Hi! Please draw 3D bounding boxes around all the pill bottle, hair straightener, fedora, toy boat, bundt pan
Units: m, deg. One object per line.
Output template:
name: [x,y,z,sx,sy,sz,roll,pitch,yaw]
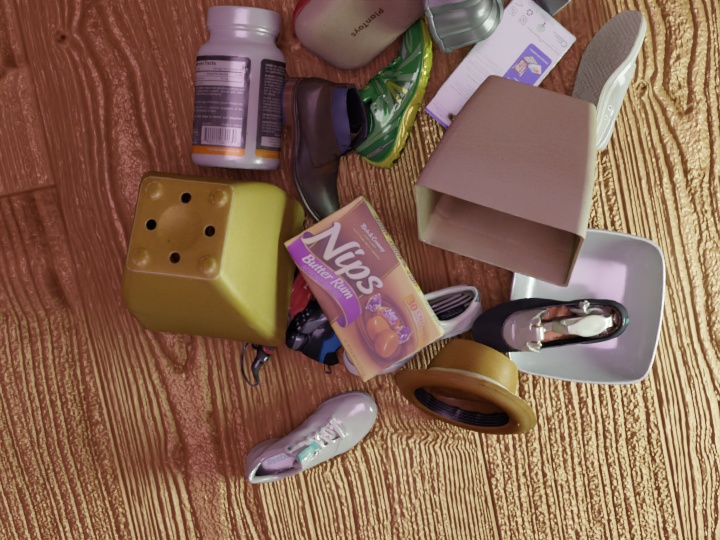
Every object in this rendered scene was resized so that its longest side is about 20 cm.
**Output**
pill bottle: [-0.155,-0.232,1.386,0.116,0.116,0.201,4,95,1]
hair straightener: [-0.106,0.061,1.437,0.041,0.077,0.201,29,81,-25]
fedora: [0.142,0.144,1.397,0.200,0.201,0.082,23,67,-1]
toy boat: [0.002,-0.363,1.374,0.200,0.131,0.130,-37,139,26]
bundt pan: [0.129,-0.371,1.318,0.075,0.202,0.203,-4,96,19]

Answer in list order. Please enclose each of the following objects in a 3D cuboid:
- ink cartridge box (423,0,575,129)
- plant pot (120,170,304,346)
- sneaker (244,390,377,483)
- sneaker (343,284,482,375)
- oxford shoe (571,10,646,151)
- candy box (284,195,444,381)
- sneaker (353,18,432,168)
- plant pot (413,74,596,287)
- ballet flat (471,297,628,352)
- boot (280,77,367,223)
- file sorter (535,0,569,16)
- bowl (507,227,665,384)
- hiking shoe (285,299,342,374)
ink cartridge box: [0.181,-0.257,1.416,0.099,0.039,0.200,40,93,-3]
plant pot: [-0.195,-0.028,1.328,0.194,0.200,0.195,6,78,10]
sneaker: [-0.065,0.233,1.441,0.199,0.088,0.075,-32,93,4]
sneaker: [0.066,0.068,1.395,0.199,0.071,0.073,-26,59,-14]
oxford shoe: [0.321,-0.243,1.408,0.058,0.075,0.201,24,87,-42]
candy box: [0.006,0.022,1.341,0.116,0.056,0.201,-30,87,7]
sneaker: [0.041,-0.235,1.402,0.083,0.074,0.201,18,96,-4]
plant pot: [0.191,-0.116,1.306,0.199,0.200,0.178,19,75,10]
ballet flat: [0.241,0.068,1.356,0.199,0.073,0.074,-5,95,2]
boot: [-0.037,-0.150,1.384,0.097,0.075,0.201,3,116,34]
file sorter: [0.239,-0.444,1.348,0.124,0.139,0.200,-36,94,2]
bowl: [0.293,0.043,1.423,0.199,0.075,0.201,6,96,1]
hiking shoe: [-0.014,0.041,1.432,0.087,0.075,0.200,34,111,-19]
